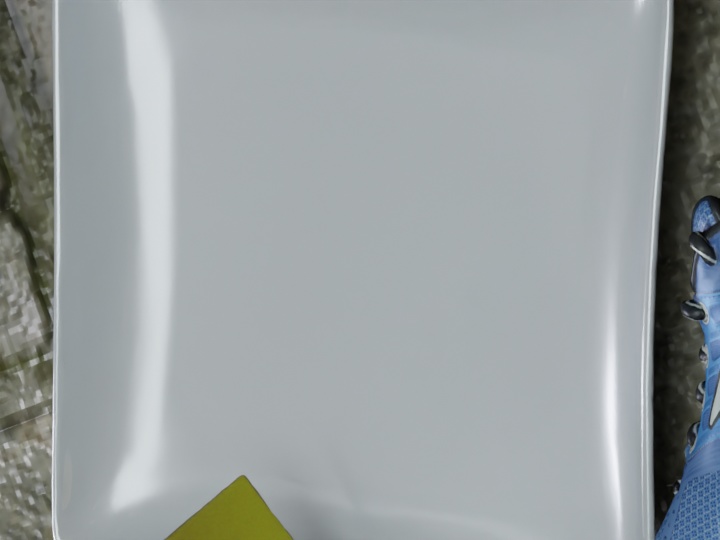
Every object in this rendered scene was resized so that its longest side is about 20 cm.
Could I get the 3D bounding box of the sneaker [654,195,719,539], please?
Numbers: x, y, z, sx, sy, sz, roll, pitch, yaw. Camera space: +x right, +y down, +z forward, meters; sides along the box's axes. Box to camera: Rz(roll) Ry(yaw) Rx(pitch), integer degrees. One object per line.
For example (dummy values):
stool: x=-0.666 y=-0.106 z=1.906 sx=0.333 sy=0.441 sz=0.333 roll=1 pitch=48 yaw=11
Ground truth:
sneaker: x=0.118 y=0.025 z=0.739 sx=0.089 sy=0.078 sz=0.200 roll=40 pitch=107 yaw=23

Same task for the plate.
plate: x=0.000 y=0.000 z=0.817 sx=0.199 sy=0.032 sz=0.201 roll=7 pitch=102 yaw=29

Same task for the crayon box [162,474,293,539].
crayon box: x=-0.018 y=0.170 z=0.784 sx=0.051 sy=0.127 sz=0.200 roll=-34 pitch=91 yaw=36
